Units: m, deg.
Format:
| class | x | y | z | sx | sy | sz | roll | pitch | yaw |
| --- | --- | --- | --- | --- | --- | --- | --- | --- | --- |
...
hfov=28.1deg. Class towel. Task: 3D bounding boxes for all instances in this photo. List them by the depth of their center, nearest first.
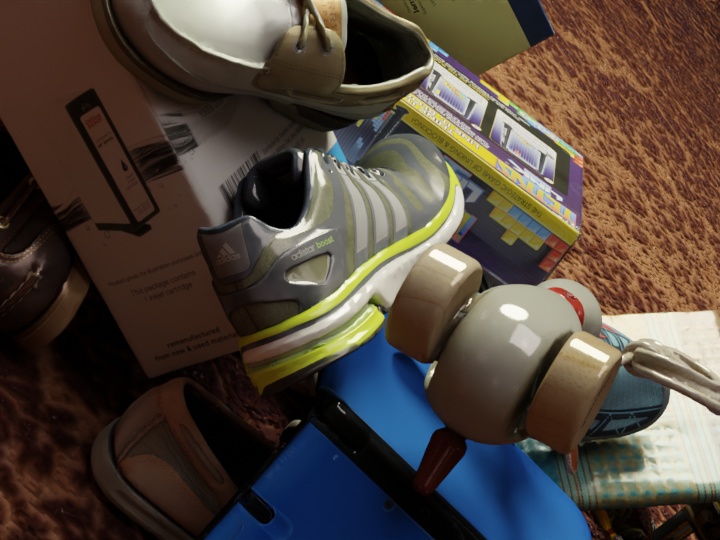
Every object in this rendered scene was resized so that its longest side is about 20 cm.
| class | x | y | z | sx | sy | sz | roll | pitch | yaw |
| --- | --- | --- | --- | --- | --- | --- | --- | --- | --- |
| towel | 0.142 | 0.087 | 0.896 | 0.198 | 0.022 | 0.147 | -2 | 49 | -3 |

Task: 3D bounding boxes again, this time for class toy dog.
| class | x | y | z | sx | sy | sz | roll | pitch | yaw |
| --- | --- | --- | --- | --- | --- | --- | --- | --- | --- |
| toy dog | 0.069 | 0.053 | 0.657 | 0.132 | 0.097 | 0.200 | 38 | 12 | 34 |

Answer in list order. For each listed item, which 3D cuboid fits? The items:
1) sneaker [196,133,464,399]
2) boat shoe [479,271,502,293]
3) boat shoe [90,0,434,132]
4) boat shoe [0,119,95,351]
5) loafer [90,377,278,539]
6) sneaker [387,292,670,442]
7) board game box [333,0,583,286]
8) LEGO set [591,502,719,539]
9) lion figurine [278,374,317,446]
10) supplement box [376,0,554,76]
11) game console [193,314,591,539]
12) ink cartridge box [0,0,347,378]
| class | x | y | z | sx | sy | sz | roll | pitch | yaw |
| --- | --- | --- | --- | --- | --- | --- | --- | --- | --- |
| sneaker | -0.010 | -0.027 | 0.660 | 0.081 | 0.074 | 0.200 | 62 | 28 | -16 |
| boat shoe | 0.041 | -0.034 | 0.972 | 0.074 | 0.068 | 0.200 | 72 | -4 | -48 |
| boat shoe | -0.038 | -0.113 | 0.655 | 0.200 | 0.068 | 0.075 | 4 | 74 | -58 |
| boat shoe | -0.162 | -0.048 | 0.730 | 0.070 | 0.070 | 0.201 | 40 | 26 | -25 |
| loafer | -0.033 | 0.122 | 0.689 | 0.200 | 0.063 | 0.072 | 36 | 28 | -21 |
| sneaker | 0.100 | 0.061 | 0.805 | 0.199 | 0.080 | 0.095 | 15 | 3 | -24 |
| board game box | 0.042 | -0.085 | 0.872 | 0.200 | 0.057 | 0.165 | 36 | 22 | -4 |
| LEGO set | 0.185 | 0.140 | 0.930 | 0.153 | 0.116 | 0.201 | 24 | 33 | -38 |
| lion figurine | -0.007 | 0.074 | 0.793 | 0.122 | 0.072 | 0.201 | 35 | 21 | -45 |
| supplement box | -0.006 | -0.220 | 0.994 | 0.200 | 0.199 | 0.135 | 56 | 12 | -36 |
| game console | 0.018 | 0.137 | 0.683 | 0.200 | 0.171 | 0.118 | 45 | -7 | -17 |
| ink cartridge box | -0.090 | -0.074 | 0.703 | 0.201 | 0.084 | 0.146 | 63 | 29 | -16 |
